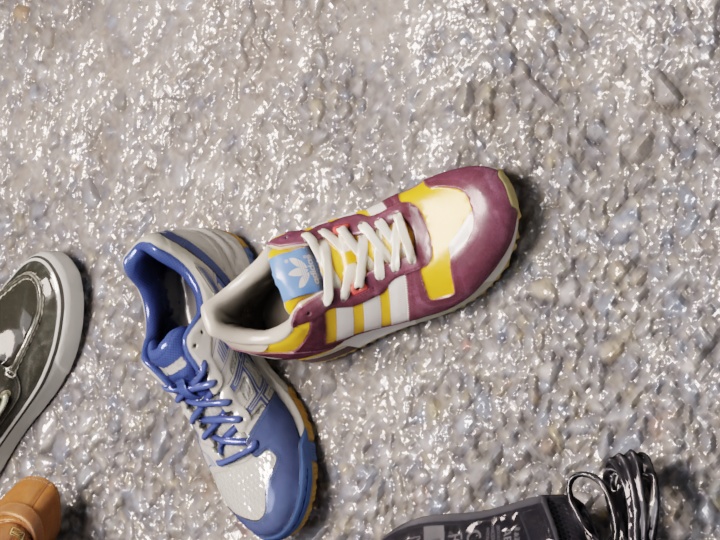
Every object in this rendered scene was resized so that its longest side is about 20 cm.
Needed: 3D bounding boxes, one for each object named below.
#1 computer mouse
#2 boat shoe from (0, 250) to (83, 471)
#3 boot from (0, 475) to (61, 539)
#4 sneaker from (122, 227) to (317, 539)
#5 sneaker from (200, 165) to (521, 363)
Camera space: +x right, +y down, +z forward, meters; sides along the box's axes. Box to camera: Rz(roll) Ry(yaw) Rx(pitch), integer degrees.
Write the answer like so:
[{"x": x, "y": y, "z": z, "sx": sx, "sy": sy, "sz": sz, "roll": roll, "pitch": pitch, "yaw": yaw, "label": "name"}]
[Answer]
[{"x": 0.085, "y": 0.179, "z": 1.468, "sx": 0.200, "sy": 0.053, "sz": 0.139, "roll": -11, "pitch": 66, "yaw": 36, "label": "computer mouse"}, {"x": -0.245, "y": 0.074, "z": 1.744, "sx": 0.071, "sy": 0.064, "sz": 0.200, "roll": 42, "pitch": 113, "yaw": 33, "label": "boat shoe"}, {"x": -0.255, "y": 0.230, "z": 1.700, "sx": 0.077, "sy": 0.155, "sz": 0.200, "roll": 24, "pitch": 132, "yaw": -2, "label": "boot"}, {"x": -0.092, "y": 0.069, "z": 1.603, "sx": 0.075, "sy": 0.088, "sz": 0.200, "roll": -32, "pitch": 69, "yaw": 32, "label": "sneaker"}, {"x": 0.000, "y": 0.000, "z": 1.527, "sx": 0.200, "sy": 0.090, "sz": 0.075, "roll": -33, "pitch": 67, "yaw": 33, "label": "sneaker"}]
